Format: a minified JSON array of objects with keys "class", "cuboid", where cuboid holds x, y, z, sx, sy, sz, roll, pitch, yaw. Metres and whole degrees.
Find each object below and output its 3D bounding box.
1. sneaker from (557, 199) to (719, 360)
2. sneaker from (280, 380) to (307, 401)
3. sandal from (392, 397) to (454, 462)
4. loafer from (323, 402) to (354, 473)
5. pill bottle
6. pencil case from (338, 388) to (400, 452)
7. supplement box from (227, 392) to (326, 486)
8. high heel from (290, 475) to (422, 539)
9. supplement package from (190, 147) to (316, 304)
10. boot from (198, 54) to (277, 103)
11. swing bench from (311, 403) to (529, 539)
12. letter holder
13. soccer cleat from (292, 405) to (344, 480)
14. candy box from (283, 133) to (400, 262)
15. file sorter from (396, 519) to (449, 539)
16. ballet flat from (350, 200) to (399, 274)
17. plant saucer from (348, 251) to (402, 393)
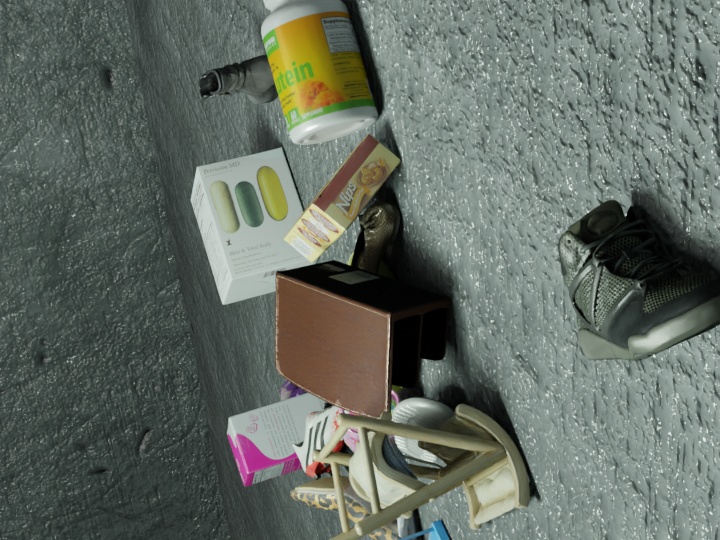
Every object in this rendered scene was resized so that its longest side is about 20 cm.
[{"class":"sneaker","cuboid":[0.200,0.004,0.830,0.199,0.076,0.114,159,89,-79]},{"class":"sneaker","cuboid":[-0.113,0.232,2.107,0.200,0.080,0.089,116,144,-68]},{"class":"sandal","cuboid":[0.081,0.188,1.441,0.203,0.082,0.050,107,-173,-65]},{"class":"loafer","cuboid":[-0.008,0.284,1.800,0.201,0.068,0.070,54,145,44]},{"class":"pill bottle","cuboid":[-0.057,-0.263,1.388,0.111,0.111,0.200,154,101,-74]},{"class":"pencil case","cuboid":[0.015,0.206,1.568,0.200,0.087,0.088,81,169,-71]},{"class":"supplement box","cuboid":[-0.113,0.275,1.910,0.103,0.200,0.101,112,141,-64]},{"class":"high heel","cuboid":[-0.008,0.383,1.709,0.071,0.200,0.143,-33,-64,-65]},{"class":"supplement package","cuboid":[-0.181,-0.073,1.907,0.151,0.152,0.200,124,129,-69]},{"class":"boot","cuboid":[-0.193,-0.295,1.780,0.200,0.131,0.070,155,99,-74]},{"class":"swing bench","cuboid":[0.064,0.233,1.300,0.199,0.200,0.130,119,143,-67]},{"class":"letter holder","cuboid":[-0.003,0.084,1.370,0.200,0.100,0.142,18,112,43]},{"class":"soccer cleat","cuboid":[-0.040,0.231,1.737,0.085,0.069,0.200,49,123,30]},{"class":"candy box","cuboid":[-0.027,-0.086,1.431,0.055,0.115,0.200,38,163,-5]},{"class":"file sorter","cuboid":[0.075,0.471,1.596,0.200,0.123,0.139,94,156,-50]},{"class":"ballet flat","cuboid":[0.000,0.000,1.452,0.067,0.046,0.200,56,137,46]},{"class":"plant saucer","cuboid":[0.032,0.067,1.538,0.200,0.031,0.200,165,90,-74]}]
